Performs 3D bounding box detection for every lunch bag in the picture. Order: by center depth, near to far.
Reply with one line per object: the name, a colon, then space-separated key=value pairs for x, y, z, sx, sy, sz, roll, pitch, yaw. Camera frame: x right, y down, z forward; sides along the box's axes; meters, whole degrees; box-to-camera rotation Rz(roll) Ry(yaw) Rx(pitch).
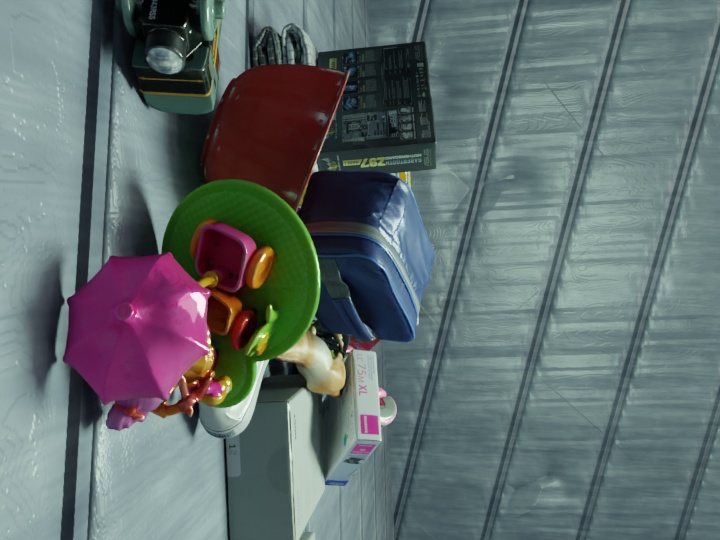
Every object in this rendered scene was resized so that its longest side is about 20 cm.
lunch bag: x=0.000 y=0.000 z=0.803 sx=0.201 sy=0.133 sz=0.135 roll=60 pitch=41 yaw=-48

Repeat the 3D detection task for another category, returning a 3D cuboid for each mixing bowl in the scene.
mixing bowl: x=-0.095 y=-0.125 z=0.708 sx=0.200 sy=0.106 sz=0.205 roll=-159 pitch=-91 yaw=-83

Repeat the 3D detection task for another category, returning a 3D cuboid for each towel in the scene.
towel: x=-0.096 y=-0.226 z=0.995 sx=0.166 sy=0.083 sz=0.206 roll=-23 pitch=109 yaw=-85

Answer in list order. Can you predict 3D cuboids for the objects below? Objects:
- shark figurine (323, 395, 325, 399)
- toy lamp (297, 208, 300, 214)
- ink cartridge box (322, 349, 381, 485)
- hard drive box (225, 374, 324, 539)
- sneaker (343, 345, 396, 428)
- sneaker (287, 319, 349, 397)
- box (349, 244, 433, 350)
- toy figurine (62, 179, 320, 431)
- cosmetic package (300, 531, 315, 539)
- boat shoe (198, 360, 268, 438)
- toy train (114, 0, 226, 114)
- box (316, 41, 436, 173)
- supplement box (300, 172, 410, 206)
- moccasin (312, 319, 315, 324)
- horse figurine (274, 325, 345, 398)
shark figurine: x=-0.060 y=0.242 z=1.129 sx=0.217 sy=0.087 sz=0.130 roll=-83 pitch=170 yaw=-46
toy lamp: x=-0.100 y=-0.048 z=0.992 sx=0.201 sy=0.057 sz=0.060 roll=-72 pitch=159 yaw=-70
ink cartridge box: x=-0.020 y=0.206 z=0.936 sx=0.201 sy=0.041 sz=0.122 roll=120 pitch=-27 yaw=-51
hard drive box: x=-0.096 y=0.218 z=0.844 sx=0.200 sy=0.075 sz=0.161 roll=8 pitch=80 yaw=-84
sneaker: x=-0.029 y=0.186 z=1.073 sx=0.200 sy=0.078 sz=0.097 roll=49 pitch=-51 yaw=38
sneaker: x=-0.066 y=0.125 z=0.992 sx=0.079 sy=0.064 sz=0.203 roll=-87 pitch=-163 yaw=-57
box: x=0.016 y=0.027 z=1.015 sx=0.104 sy=0.093 sz=0.200 roll=-67 pitch=-172 yaw=-31
toy figurine: x=-0.136 y=0.047 z=0.505 sx=0.204 sy=0.147 sz=0.184 roll=-70 pitch=167 yaw=21
cosmetic package: x=-0.099 y=0.369 z=0.790 sx=0.200 sy=0.072 sz=0.105 roll=59 pitch=29 yaw=-80
boat shoe: x=-0.120 y=0.063 z=0.705 sx=0.066 sy=0.071 sz=0.203 roll=86 pitch=4 yaw=-50
toy train: x=-0.147 y=-0.230 z=0.578 sx=0.115 sy=0.083 sz=0.205 roll=101 pitch=-11 yaw=-63
box: x=0.018 y=-0.216 z=0.933 sx=0.052 sy=0.153 sz=0.204 roll=81 pitch=6 yaw=-53
supplement box: x=-0.017 y=-0.177 z=1.154 sx=0.110 sy=0.194 sz=0.112 roll=-74 pitch=161 yaw=-68
moccasin: x=-0.090 y=0.051 z=0.986 sx=0.201 sy=0.072 sz=0.080 roll=-21 pitch=123 yaw=-88
horse figurine: x=-0.061 y=0.094 z=0.846 sx=0.202 sy=0.049 sz=0.134 roll=57 pitch=16 yaw=-37
